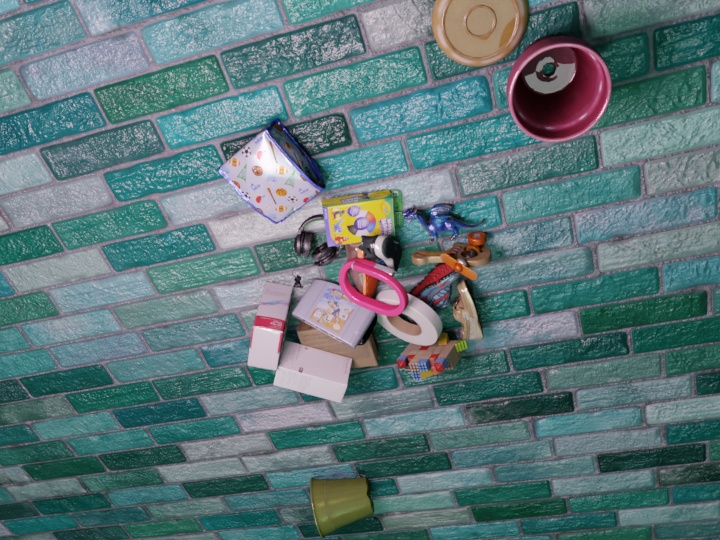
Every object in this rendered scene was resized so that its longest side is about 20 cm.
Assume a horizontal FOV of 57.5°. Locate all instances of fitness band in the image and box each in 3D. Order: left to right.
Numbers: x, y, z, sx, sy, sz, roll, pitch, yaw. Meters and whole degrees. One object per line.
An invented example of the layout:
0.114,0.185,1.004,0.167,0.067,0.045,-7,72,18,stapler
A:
0.032,0.045,1.673,0.200,0.037,0.144,21,135,23,fitness band

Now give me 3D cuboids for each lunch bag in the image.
-0.204,-0.227,1.565,0.170,0.124,0.200,-34,107,25,lunch bag

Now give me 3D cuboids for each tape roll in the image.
0.124,0.129,1.767,0.202,0.037,0.203,24,151,15,tape roll

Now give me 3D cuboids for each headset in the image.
-0.121,-0.047,1.696,0.123,0.094,0.200,28,112,-12,headset

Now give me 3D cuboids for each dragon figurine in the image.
0.204,-0.126,1.622,0.199,0.059,0.100,-9,124,14,dragon figurine

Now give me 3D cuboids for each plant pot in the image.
-0.056,0.787,2.232,0.189,0.200,0.200,-13,123,2,plant pot
0.248,-0.520,1.362,0.199,0.028,0.200,4,125,5,plant pot
0.394,-0.390,1.341,0.199,0.179,0.200,3,126,4,plant pot

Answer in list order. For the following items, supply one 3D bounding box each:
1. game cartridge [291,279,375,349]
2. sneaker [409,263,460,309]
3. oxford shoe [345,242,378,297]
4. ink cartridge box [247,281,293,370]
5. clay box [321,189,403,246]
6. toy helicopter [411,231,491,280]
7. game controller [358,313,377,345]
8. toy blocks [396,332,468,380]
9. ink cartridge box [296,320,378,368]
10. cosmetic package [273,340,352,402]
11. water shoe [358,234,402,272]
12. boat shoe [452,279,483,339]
-0.068,0.108,1.755,0.200,0.133,0.042,26,165,17,game cartridge
0.211,0.050,1.745,0.095,0.079,0.200,29,133,-20,sneaker
0.000,0.000,1.743,0.073,0.071,0.200,15,129,27,oxford shoe
-0.243,0.149,1.783,0.085,0.200,0.148,11,126,-2,ink cartridge box
0.009,-0.131,1.628,0.199,0.048,0.115,-9,125,-3,clay box
0.227,-0.029,1.643,0.199,0.132,0.079,-3,123,11,toy helicopter
-0.055,0.124,1.782,0.200,0.042,0.105,23,85,17,game controller
0.184,0.250,1.815,0.200,0.137,0.100,-7,109,32,toy blocks
-0.061,0.202,1.875,0.199,0.075,0.165,-8,125,12,ink cartridge box
-0.131,0.282,1.829,0.199,0.113,0.081,13,127,-3,cosmetic package
0.051,-0.051,1.653,0.079,0.072,0.200,12,167,18,water shoe
0.283,0.115,1.773,0.066,0.074,0.200,-15,122,10,boat shoe
